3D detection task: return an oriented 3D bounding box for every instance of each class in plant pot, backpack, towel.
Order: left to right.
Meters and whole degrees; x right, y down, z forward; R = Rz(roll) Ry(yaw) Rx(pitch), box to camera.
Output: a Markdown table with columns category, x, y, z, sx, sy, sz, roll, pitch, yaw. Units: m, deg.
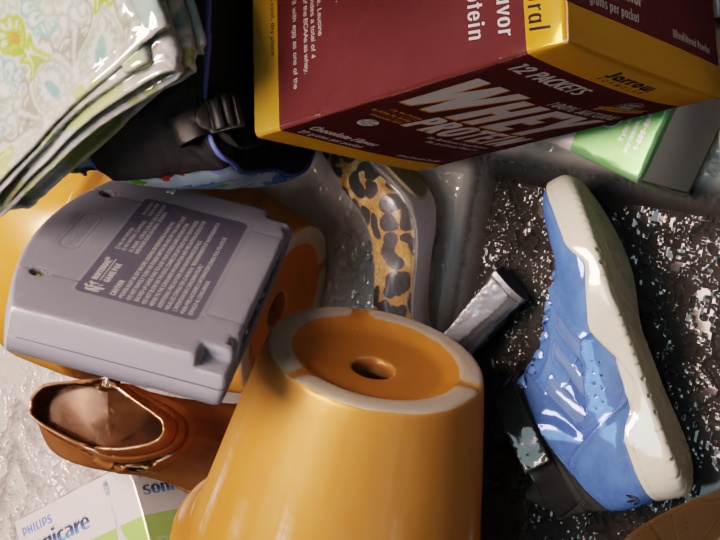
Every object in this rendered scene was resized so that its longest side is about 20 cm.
| category | x | y | z | sx | sy | sz | roll | pitch | yaw |
| --- | --- | --- | --- | --- | --- | --- | --- | --- | --- |
| towel | -0.173 | -0.149 | 0.619 | 0.171 | 0.048 | 0.201 | -32 | 71 | 31 |
| plant pot | -0.132 | 0.000 | 0.843 | 0.183 | 0.200 | 0.201 | 20 | 101 | 19 |
| backpack | -0.108 | -0.138 | 0.723 | 0.146 | 0.200 | 0.184 | -3 | 89 | 16 |
| plant pot | -0.009 | 0.130 | 0.701 | 0.200 | 0.200 | 0.184 | 27 | 117 | 33 |

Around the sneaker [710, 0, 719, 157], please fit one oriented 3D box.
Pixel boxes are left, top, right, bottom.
| category | x | y | z | sx | sy | sz | roll | pitch | yaw |
| --- | --- | --- | --- | --- | --- | --- | --- | --- | --- |
| sneaker | 0.223 | -0.082 | 0.594 | 0.066 | 0.091 | 0.201 | -20 | 113 | -4 |

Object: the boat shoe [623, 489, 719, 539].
| category | x | y | z | sx | sy | sz | roll | pitch | yaw |
| --- | --- | --- | --- | --- | --- | --- | --- | --- | --- |
| boat shoe | 0.234 | 0.145 | 0.643 | 0.200 | 0.072 | 0.065 | -35 | 106 | 26 |

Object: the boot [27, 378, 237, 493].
| category | x | y | z | sx | sy | sz | roll | pitch | yaw |
| --- | --- | --- | --- | --- | --- | --- | --- | --- | --- |
| boot | -0.121 | 0.114 | 0.804 | 0.199 | 0.155 | 0.074 | 2 | 74 | -2 |

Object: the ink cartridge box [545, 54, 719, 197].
| category | x | y | z | sx | sy | sz | roll | pitch | yaw |
| --- | --- | --- | --- | --- | --- | --- | --- | --- | --- |
| ink cartridge box | 0.127 | -0.152 | 0.708 | 0.200 | 0.084 | 0.146 | 31 | 106 | 33 |

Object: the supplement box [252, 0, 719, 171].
| category | x | y | z | sx | sy | sz | roll | pitch | yaw |
| --- | --- | --- | --- | --- | --- | --- | --- | --- | --- |
| supplement box | 0.057 | -0.172 | 0.610 | 0.200 | 0.132 | 0.198 | -10 | 78 | 44 |

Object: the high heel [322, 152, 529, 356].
| category | x | y | z | sx | sy | sz | roll | pitch | yaw |
| --- | --- | --- | --- | --- | --- | --- | --- | --- | --- |
| high heel | 0.000 | 0.000 | 0.803 | 0.200 | 0.071 | 0.143 | 48 | 109 | 17 |

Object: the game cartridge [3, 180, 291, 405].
| category | x | y | z | sx | sy | sz | roll | pitch | yaw |
| --- | --- | --- | --- | --- | --- | --- | --- | --- | --- |
| game cartridge | -0.119 | 0.003 | 0.673 | 0.133 | 0.200 | 0.041 | 18 | 115 | -1 |

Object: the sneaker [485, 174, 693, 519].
| category | x | y | z | sx | sy | sz | roll | pitch | yaw |
| --- | --- | --- | --- | --- | --- | --- | --- | --- | --- |
| sneaker | 0.117 | 0.050 | 0.716 | 0.111 | 0.077 | 0.201 | -20 | 84 | 25 |

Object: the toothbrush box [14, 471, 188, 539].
| category | x | y | z | sx | sy | sz | roll | pitch | yaw |
| --- | --- | --- | --- | --- | --- | --- | --- | --- | --- |
| toothbrush box | -0.170 | 0.262 | 0.918 | 0.145 | 0.086 | 0.201 | -30 | 73 | 31 |
